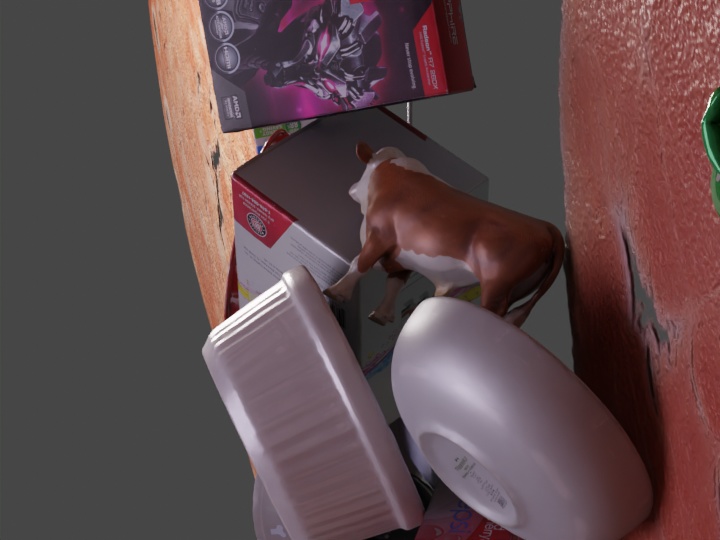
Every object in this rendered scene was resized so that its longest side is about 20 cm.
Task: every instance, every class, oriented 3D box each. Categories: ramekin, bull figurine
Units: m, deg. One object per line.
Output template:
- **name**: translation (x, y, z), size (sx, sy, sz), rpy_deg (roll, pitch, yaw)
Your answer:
- **ramekin**: translation (-0.037, 0.106, 1.494), size (0.203, 0.094, 0.202), rpy_deg (63, 177, 6)
- **bull figurine**: translation (0.048, -0.015, 1.469), size (0.200, 0.122, 0.065), rpy_deg (21, 172, 40)

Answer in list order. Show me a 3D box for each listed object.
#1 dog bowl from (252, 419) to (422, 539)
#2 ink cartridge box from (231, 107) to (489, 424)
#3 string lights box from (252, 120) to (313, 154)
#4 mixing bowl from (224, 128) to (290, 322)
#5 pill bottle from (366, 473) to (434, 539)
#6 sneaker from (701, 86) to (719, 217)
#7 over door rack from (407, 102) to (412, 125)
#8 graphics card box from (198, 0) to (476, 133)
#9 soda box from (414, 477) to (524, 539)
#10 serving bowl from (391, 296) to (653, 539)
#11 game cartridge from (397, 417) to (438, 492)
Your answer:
- **dog bowl**: translation (-0.014, 0.193, 1.970), size (0.059, 0.200, 0.200), rpy_deg (18, 127, 35)
- **ink cartridge box**: translation (0.000, 0.000, 1.655), size (0.145, 0.145, 0.200), rpy_deg (36, 144, 31)
- **string lights box**: translation (-0.032, -0.052, 1.980), size (0.059, 0.103, 0.200), rpy_deg (-26, -75, -83)
- **mixing bowl**: translation (-0.039, -0.015, 1.850), size (0.200, 0.108, 0.200), rpy_deg (13, -90, -82)
- **pill bottle**: translation (0.033, 0.247, 1.877), size (0.200, 0.112, 0.112), rpy_deg (62, -167, -70)
- **sneaker**: translation (0.181, -0.064, 0.911), size (0.200, 0.083, 0.074), rpy_deg (114, 144, -73)
- **over door rack**: translation (0.016, -0.144, 1.756), size (0.148, 0.066, 0.200), rpy_deg (145, 114, -79)
- **graphics card box**: translation (-0.021, -0.179, 1.592), size (0.051, 0.200, 0.126), rpy_deg (-19, -79, -62)
- **soda box**: translation (0.086, 0.179, 1.480), size (0.200, 0.070, 0.064), rpy_deg (-61, -32, -62)
- **serving bowl**: translation (0.090, 0.112, 1.357), size (0.200, 0.066, 0.200), rpy_deg (38, 160, 17)
- **game cartridge**: translation (0.054, 0.090, 1.882), size (0.133, 0.041, 0.200), rpy_deg (-121, 22, -72)
